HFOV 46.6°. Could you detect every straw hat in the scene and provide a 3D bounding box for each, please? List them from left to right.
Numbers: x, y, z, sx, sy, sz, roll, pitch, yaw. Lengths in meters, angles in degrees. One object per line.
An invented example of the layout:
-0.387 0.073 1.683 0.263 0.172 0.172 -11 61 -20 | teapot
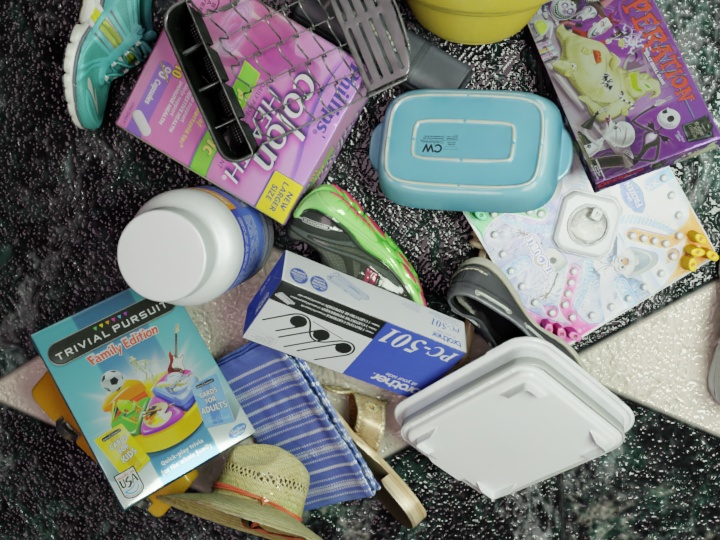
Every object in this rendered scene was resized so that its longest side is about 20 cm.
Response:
-0.102 0.227 0.870 0.201 0.201 0.085 16 68 5 | straw hat

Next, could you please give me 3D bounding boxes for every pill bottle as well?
-0.160 -0.027 0.822 0.112 0.200 0.112 1 98 7 | pill bottle

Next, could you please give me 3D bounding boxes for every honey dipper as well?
0.119 0.029 0.874 0.038 0.038 0.200 12 98 6 | honey dipper

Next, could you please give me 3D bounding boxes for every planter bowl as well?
0.107 -0.272 0.792 0.200 0.200 0.084 8 134 6 | planter bowl

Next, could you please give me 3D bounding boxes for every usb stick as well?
0.021 -0.232 0.854 0.200 0.033 0.055 32 90 3 | usb stick

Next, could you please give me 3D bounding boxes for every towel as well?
-0.076 0.166 0.891 0.145 0.024 0.200 -28 94 45 | towel

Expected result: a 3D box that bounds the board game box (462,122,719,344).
0.228 -0.045 0.835 0.200 0.026 0.200 -32 99 3 | board game box

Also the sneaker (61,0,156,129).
-0.256 -0.240 0.873 0.080 0.078 0.200 20 100 -4 | sneaker

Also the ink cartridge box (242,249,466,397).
-0.005 0.058 0.822 0.200 0.044 0.094 22 132 -19 | ink cartridge box

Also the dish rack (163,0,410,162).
-0.060 -0.203 0.762 0.200 0.055 0.154 -23 94 9 | dish rack

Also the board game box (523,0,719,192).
0.243 -0.185 0.796 0.120 0.032 0.200 -19 71 4 | board game box

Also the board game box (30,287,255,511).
-0.226 0.123 0.874 0.151 0.047 0.200 -28 82 -23 | board game box

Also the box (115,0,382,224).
-0.110 -0.173 0.849 0.200 0.097 0.176 31 100 2 | box

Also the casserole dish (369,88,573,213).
0.100 -0.119 0.801 0.200 0.039 0.121 5 83 17 | casserole dish

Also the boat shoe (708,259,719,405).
0.394 0.048 0.827 0.073 0.065 0.200 2 98 8 | boat shoe

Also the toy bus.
-0.266 0.175 0.925 0.200 0.078 0.065 43 100 0 | toy bus

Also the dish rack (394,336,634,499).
0.147 0.159 0.825 0.172 0.044 0.200 37 129 -22 | dish rack

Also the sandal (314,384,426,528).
0.011 0.172 0.902 0.070 0.078 0.212 -37 81 -23 | sandal

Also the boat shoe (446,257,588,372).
0.154 0.080 0.825 0.073 0.063 0.200 -35 96 38 | boat shoe

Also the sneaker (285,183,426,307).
0.000 0.000 0.851 0.084 0.077 0.200 -36 113 13 | sneaker
